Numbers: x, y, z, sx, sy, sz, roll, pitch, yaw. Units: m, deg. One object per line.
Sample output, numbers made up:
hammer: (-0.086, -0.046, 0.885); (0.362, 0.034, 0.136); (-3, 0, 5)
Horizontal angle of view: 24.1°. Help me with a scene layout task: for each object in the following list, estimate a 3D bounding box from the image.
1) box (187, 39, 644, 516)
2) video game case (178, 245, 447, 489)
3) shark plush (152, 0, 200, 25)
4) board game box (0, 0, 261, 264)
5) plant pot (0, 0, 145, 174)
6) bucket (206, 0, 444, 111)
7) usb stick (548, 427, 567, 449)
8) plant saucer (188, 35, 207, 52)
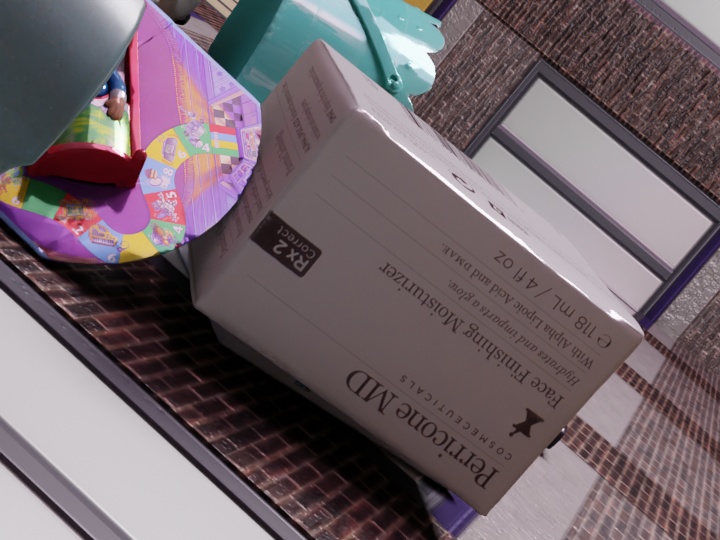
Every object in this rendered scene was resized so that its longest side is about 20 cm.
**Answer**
box: (0.020, -0.003, 0.922); (0.199, 0.131, 0.200); (37, 10, -17)
video game case: (-0.029, 0.038, 1.014); (0.182, 0.022, 0.200); (35, 10, -27)
shark plush: (-0.156, -0.250, 1.361); (0.083, 0.091, 0.200); (49, -5, 8)
board game box: (-0.141, -0.098, 0.836); (0.200, 0.039, 0.158); (43, 54, 6)
plant pot: (-0.198, -0.124, 0.635); (0.196, 0.200, 0.200); (44, 7, -25)
bucket: (-0.043, -0.154, 1.355); (0.135, 0.207, 0.207); (31, 11, -19)
usb stick: (0.074, 0.062, 1.282); (0.200, 0.033, 0.055); (40, 6, 1)
plant saucer: (-0.210, -0.209, 1.339); (0.200, 0.035, 0.200); (33, -1, 1)
